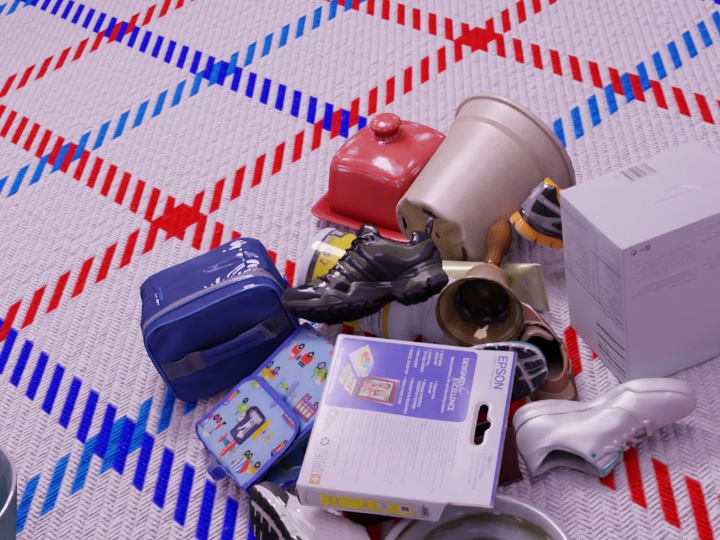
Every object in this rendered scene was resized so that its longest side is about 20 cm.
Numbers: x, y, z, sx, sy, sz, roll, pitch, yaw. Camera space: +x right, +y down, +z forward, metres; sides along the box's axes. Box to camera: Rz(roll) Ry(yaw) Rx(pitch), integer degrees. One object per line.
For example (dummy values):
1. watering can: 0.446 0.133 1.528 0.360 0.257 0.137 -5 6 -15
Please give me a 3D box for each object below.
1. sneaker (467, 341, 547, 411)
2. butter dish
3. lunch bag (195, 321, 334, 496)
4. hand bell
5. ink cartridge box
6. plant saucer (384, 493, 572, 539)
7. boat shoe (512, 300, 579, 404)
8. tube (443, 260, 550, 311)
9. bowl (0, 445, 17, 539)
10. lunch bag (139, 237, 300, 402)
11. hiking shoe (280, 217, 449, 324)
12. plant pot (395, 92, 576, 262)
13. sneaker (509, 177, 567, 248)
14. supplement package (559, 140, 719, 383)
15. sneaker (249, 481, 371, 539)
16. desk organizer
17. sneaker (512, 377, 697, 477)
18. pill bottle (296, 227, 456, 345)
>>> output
1. sneaker: 0.122 0.113 1.430 0.199 0.078 0.080 -16 17 34
2. butter dish: 0.044 -0.153 1.785 0.199 0.149 0.200 17 44 34
3. lunch bag: -0.090 0.175 1.437 0.199 0.094 0.150 -35 36 -14
4. hand bell: 0.156 -0.005 1.512 0.103 0.105 0.200 0 34 15
5. ink cartridge box: 0.052 0.161 1.304 0.199 0.047 0.198 7 48 11
6. plant saucer: 0.113 0.304 1.220 0.199 0.050 0.201 -4 38 3
7. boat shoe: 0.207 0.091 1.470 0.075 0.072 0.200 -15 36 -5
8. tube: 0.140 0.015 1.597 0.199 0.052 0.058 5 -6 26
9. bowl: -0.452 0.284 1.360 0.199 0.106 0.201 -8 36 6
10. lunch bag: -0.163 0.063 1.541 0.199 0.136 0.133 -24 37 3
11. hiking shoe: 0.000 0.000 1.486 0.199 0.076 0.101 -12 71 1
12. plant pot: 0.151 -0.100 1.667 0.200 0.201 0.183 24 59 39
13. sneaker: 0.288 -0.063 1.606 0.199 0.078 0.078 9 29 -31
14. supplement package: 0.350 -0.008 1.458 0.190 0.201 0.147 -19 36 -13
15. sneaker: -0.042 0.280 1.298 0.080 0.074 0.200 -19 38 -36
16. desk organizer: 0.067 0.202 1.353 0.199 0.077 0.072 -16 36 -6
17. sneaker: 0.268 0.177 1.352 0.199 0.075 0.089 -14 48 7
18. pill bottle: 0.030 0.025 1.567 0.199 0.112 0.111 18 44 21
